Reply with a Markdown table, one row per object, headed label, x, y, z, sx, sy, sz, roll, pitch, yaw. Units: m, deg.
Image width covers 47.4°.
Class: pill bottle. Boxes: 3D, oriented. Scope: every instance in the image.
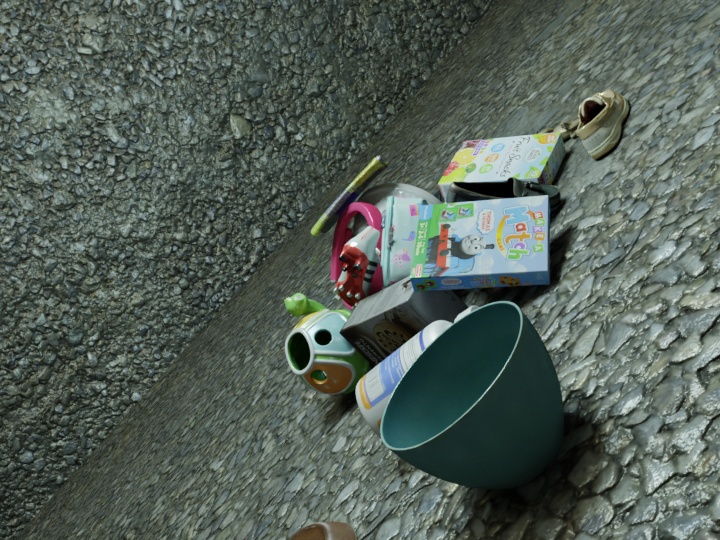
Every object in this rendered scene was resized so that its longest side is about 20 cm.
| label | x | y | z | sx | sy | sz | roll | pitch | yaw |
| --- | --- | --- | --- | --- | --- | --- | --- | --- | --- |
| pill bottle | 0.098 | 0.138 | 1.088 | 0.200 | 0.112 | 0.112 | -40 | 15 | 22 |

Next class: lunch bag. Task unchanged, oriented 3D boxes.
| label | x | y | z | sx | sy | sz | roll | pitch | yaw |
| --- | --- | --- | --- | --- | --- | --- | --- | --- | --- |
| lunch bag | 0.076 | -0.036 | 1.409 | 0.200 | 0.076 | 0.162 | 45 | -128 | -80 |

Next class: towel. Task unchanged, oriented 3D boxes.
| label | x | y | z | sx | sy | sz | roll | pitch | yaw |
| --- | --- | --- | --- | --- | --- | --- | --- | --- | --- |
| towel | -0.020 | -0.142 | 1.583 | 0.200 | 0.023 | 0.144 | -47 | 0 | 4 |

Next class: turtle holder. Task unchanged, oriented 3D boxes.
| label | x | y | z | sx | sy | sz | roll | pitch | yaw |
| --- | --- | --- | --- | --- | --- | --- | --- | --- | --- |
| turtle holder | -0.061 | 0.122 | 1.428 | 0.140 | 0.131 | 0.187 | -18 | 73 | 44 |

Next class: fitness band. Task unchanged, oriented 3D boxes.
| label | x | y | z | sx | sy | sz | roll | pitch | yaw |
| --- | --- | --- | --- | --- | --- | --- | --- | --- | --- |
| fitness band | -0.004 | -0.026 | 1.524 | 0.143 | 0.037 | 0.202 | 7 | 94 | 58 |

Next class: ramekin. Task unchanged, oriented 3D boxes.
| label | x | y | z | sx | sy | sz | roll | pitch | yaw |
| --- | --- | --- | --- | --- | --- | --- | --- | --- | --- |
| ramekin | 0.074 | -0.068 | 1.608 | 0.202 | 0.202 | 0.095 | -32 | 30 | 46 |

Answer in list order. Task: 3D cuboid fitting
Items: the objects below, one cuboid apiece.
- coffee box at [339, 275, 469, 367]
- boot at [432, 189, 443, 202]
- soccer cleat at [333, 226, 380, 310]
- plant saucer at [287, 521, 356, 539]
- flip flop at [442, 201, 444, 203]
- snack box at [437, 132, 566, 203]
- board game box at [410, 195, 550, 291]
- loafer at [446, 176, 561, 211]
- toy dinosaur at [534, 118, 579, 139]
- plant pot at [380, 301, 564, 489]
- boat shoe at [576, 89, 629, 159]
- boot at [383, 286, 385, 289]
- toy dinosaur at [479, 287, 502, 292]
| label | x | y | z | sx | sy | sz | roll | pitch | yaw |
| --- | --- | --- | --- | --- | --- | --- | --- | --- | --- |
| coffee box | 0.071 | 0.086 | 1.321 | 0.200 | 0.113 | 0.080 | -30 | 21 | 52 |
| boot | 0.195 | -0.134 | 1.709 | 0.165 | 0.066 | 0.199 | -54 | 20 | -25 |
| soccer cleat | 0.000 | 0.000 | 1.417 | 0.085 | 0.068 | 0.201 | -50 | -18 | -26 |
| plant saucer | -0.085 | 0.401 | 1.053 | 0.200 | 0.034 | 0.200 | -42 | 14 | 13 |
| flip flop | 0.195 | -0.120 | 1.617 | 0.200 | 0.081 | 0.058 | -39 | 26 | 49 |
| snack box | 0.259 | -0.187 | 1.503 | 0.199 | 0.053 | 0.143 | 1 | 43 | 34 |
| board game box | 0.181 | -0.041 | 1.221 | 0.198 | 0.037 | 0.152 | -3 | 49 | 16 |
| loafer | 0.233 | -0.120 | 1.316 | 0.198 | 0.063 | 0.072 | -9 | 32 | -12 |
| toy dinosaur | 0.370 | -0.254 | 1.564 | 0.199 | 0.059 | 0.101 | -25 | 8 | 38 |
| plant pot | 0.137 | 0.152 | 0.873 | 0.200 | 0.135 | 0.200 | -42 | 14 | 13 |
| boat shoe | 0.411 | -0.270 | 1.408 | 0.074 | 0.069 | 0.200 | -36 | 17 | 36 |
| boot | 0.023 | 0.091 | 1.580 | 0.181 | 0.073 | 0.200 | -30 | 14 | 45 |
| toy dinosaur | 0.182 | -0.040 | 1.331 | 0.134 | 0.103 | 0.200 | -12 | 26 | 8 |
